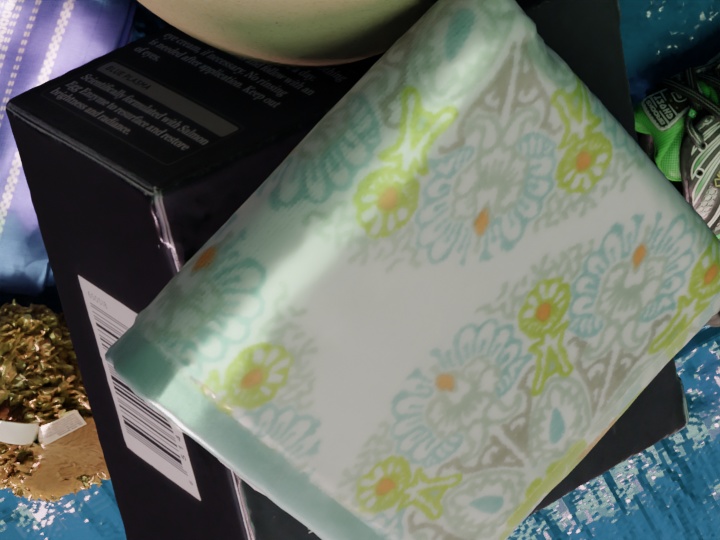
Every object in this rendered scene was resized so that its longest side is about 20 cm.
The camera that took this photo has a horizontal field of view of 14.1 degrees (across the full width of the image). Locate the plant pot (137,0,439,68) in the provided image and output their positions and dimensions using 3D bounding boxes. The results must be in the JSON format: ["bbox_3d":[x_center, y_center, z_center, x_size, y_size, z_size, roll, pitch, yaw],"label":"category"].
[{"bbox_3d":[-0.018,-0.145,0.964,0.199,0.201,0.135,-14,145,-10],"label":"plant pot"}]

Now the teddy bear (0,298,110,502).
[{"bbox_3d":[-0.116,0.045,1.157,0.199,0.067,0.145,-12,142,-12],"label":"teddy bear"}]

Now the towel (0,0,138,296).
[{"bbox_3d":[-0.190,-0.056,1.075,0.199,0.024,0.145,5,125,-25],"label":"towel"}]

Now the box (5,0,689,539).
[{"bbox_3d":[0.000,0.000,1.071,0.199,0.117,0.198,-27,122,-24],"label":"box"}]

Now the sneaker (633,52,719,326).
[{"bbox_3d":[0.163,-0.061,1.175,0.085,0.078,0.200,17,121,-32],"label":"sneaker"}]

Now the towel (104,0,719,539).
[{"bbox_3d":[0.027,0.014,0.971,0.171,0.048,0.200,-49,139,-1],"label":"towel"}]
